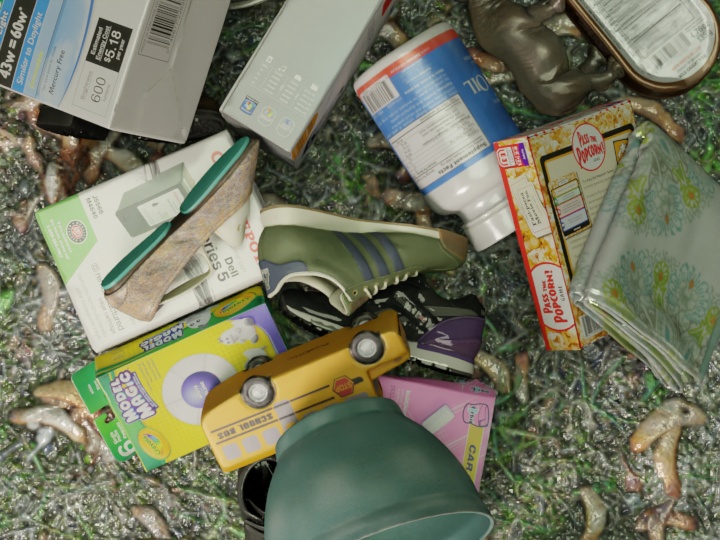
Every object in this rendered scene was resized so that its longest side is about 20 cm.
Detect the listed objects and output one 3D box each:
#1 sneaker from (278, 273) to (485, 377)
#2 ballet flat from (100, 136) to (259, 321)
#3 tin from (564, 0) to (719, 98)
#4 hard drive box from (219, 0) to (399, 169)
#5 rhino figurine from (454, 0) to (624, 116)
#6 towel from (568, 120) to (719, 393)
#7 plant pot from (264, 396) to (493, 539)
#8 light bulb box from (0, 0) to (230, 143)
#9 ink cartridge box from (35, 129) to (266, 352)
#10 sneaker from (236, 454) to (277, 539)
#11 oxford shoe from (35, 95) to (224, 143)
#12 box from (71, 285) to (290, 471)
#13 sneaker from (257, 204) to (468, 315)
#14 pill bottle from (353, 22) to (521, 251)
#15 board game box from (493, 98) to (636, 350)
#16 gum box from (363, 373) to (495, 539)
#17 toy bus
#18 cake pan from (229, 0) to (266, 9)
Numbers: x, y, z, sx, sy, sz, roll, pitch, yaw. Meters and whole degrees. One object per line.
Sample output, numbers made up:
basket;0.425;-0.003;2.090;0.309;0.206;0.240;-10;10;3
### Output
sneaker;0.022;0.035;1.430;0.199;0.076;0.088;17;84;-9
ballet flat;-0.147;-0.033;1.353;0.200;0.068;0.067;-45;109;2
tin;0.269;-0.261;1.454;0.112;0.042;0.200;-39;88;-6
hard drive box;-0.043;-0.204;1.391;0.077;0.156;0.200;31;89;1
rhino figurine;0.158;-0.235;1.441;0.087;0.060;0.200;-40;86;0
towel;0.284;-0.011;1.380;0.171;0.048;0.200;39;64;-31
plant pot;0.001;0.195;1.304;0.200;0.200;0.134;-20;65;-1
light bulb box;-0.233;-0.238;1.305;0.200;0.125;0.199;21;97;24
ink cartridge box;-0.185;-0.028;1.419;0.200;0.084;0.146;-24;88;-2
sneaker;-0.079;0.255;1.402;0.071;0.099;0.201;-12;89;-2
oxford shoe;-0.216;-0.166;1.406;0.199;0.073;0.085;8;81;23
box;-0.162;0.108;1.412;0.200;0.048;0.118;-24;116;1
sneaker;0.000;0.000;1.374;0.200;0.067;0.090;9;76;-15
pill bottle;0.091;-0.123;1.409;0.112;0.112;0.200;-33;92;-1
board game box;0.213;-0.044;1.386;0.151;0.046;0.201;-21;100;-38
gum box;0.057;0.195;1.419;0.113;0.066;0.201;10;88;3
toy bus;-0.047;0.108;1.361;0.200;0.065;0.078;-22;105;6
cake pan;-0.132;-0.350;1.455;0.200;0.037;0.201;0;88;0
